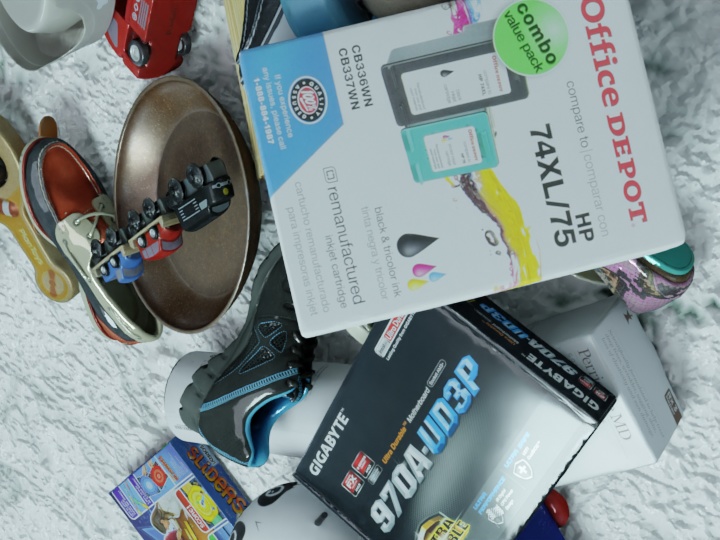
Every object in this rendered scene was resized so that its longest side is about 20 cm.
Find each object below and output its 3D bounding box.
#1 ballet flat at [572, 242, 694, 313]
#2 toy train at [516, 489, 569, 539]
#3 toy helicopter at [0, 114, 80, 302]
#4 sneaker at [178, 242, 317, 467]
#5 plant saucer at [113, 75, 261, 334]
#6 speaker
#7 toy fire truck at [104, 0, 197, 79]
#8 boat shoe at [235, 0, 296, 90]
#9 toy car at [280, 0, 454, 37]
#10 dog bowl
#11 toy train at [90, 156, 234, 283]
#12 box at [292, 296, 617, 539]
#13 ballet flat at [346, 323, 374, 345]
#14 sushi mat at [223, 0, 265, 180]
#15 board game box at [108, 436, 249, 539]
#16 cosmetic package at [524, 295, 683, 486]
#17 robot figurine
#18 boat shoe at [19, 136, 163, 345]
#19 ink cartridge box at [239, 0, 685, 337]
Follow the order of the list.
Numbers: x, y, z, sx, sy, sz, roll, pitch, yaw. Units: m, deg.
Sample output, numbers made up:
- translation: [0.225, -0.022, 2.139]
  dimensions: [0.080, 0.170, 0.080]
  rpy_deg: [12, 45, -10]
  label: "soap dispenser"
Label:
- translation: [0.127, -0.044, 0.707]
  dimensions: [0.200, 0.069, 0.071]
  rpy_deg: [43, 132, 4]
  label: "ballet flat"
- translation: [0.138, 0.272, 0.843]
  dimensions: [0.115, 0.084, 0.202]
  rpy_deg: [-26, 96, 49]
  label: "toy train"
- translation: [-0.311, -0.061, 1.000]
  dimensions: [0.131, 0.079, 0.202]
  rpy_deg: [-15, 114, 28]
  label: "toy helicopter"
- translation: [-0.056, 0.056, 0.830]
  dimensions: [0.082, 0.073, 0.202]
  rpy_deg: [36, 99, 33]
  label: "sneaker"
- translation: [-0.134, -0.052, 0.863]
  dimensions: [0.199, 0.036, 0.204]
  rpy_deg: [11, 105, 48]
  label: "plant saucer"
- translation: [-0.065, 0.112, 0.896]
  dimensions: [0.198, 0.081, 0.082]
  rpy_deg: [1, 113, 32]
  label: "speaker"
- translation: [-0.170, -0.261, 0.802]
  dimensions: [0.141, 0.048, 0.201]
  rpy_deg: [48, 138, 22]
  label: "toy fire truck"
- translation: [-0.055, -0.208, 0.677]
  dimensions: [0.067, 0.203, 0.072]
  rpy_deg: [18, 169, -18]
  label: "boat shoe"
- translation: [0.048, -0.243, 0.609]
  dimensions: [0.182, 0.176, 0.203]
  rpy_deg: [-12, 93, 26]
  label: "toy car"
- translation: [-0.248, -0.257, 0.820]
  dimensions: [0.199, 0.058, 0.203]
  rpy_deg: [34, 133, 45]
  label: "dog bowl"
- translation: [-0.158, -0.032, 0.844]
  dimensions: [0.199, 0.034, 0.046]
  rpy_deg: [-27, 88, 47]
  label: "toy train"
- translation: [0.057, 0.115, 0.741]
  dimensions: [0.158, 0.046, 0.201]
  rpy_deg: [38, 122, 15]
  label: "box"
- translation: [0.000, 0.000, 0.776]
  dimensions: [0.071, 0.072, 0.201]
  rpy_deg: [-14, 119, 37]
  label: "ballet flat"
- translation: [-0.075, -0.170, 0.756]
  dimensions: [0.095, 0.012, 0.203]
  rpy_deg: [169, 90, -69]
  label: "sushi mat"
- translation: [-0.148, 0.265, 1.053]
  dimensions: [0.201, 0.034, 0.135]
  rpy_deg: [53, 130, 2]
  label: "board game box"
- translation: [0.116, 0.100, 0.776]
  dimensions: [0.199, 0.074, 0.103]
  rpy_deg: [-25, 97, 40]
  label: "cosmetic package"
- translation: [-0.041, 0.241, 0.883]
  dimensions: [0.123, 0.200, 0.153]
  rpy_deg: [-6, 70, 5]
  label: "robot figurine"
- translation: [-0.232, -0.025, 0.946]
  dimensions: [0.062, 0.071, 0.202]
  rpy_deg: [4, 121, 48]
  label: "boat shoe"
- translation: [0.050, -0.058, 0.597]
  dimensions: [0.197, 0.146, 0.149]
  rpy_deg: [-14, 88, -1]
  label: "ink cartridge box"
